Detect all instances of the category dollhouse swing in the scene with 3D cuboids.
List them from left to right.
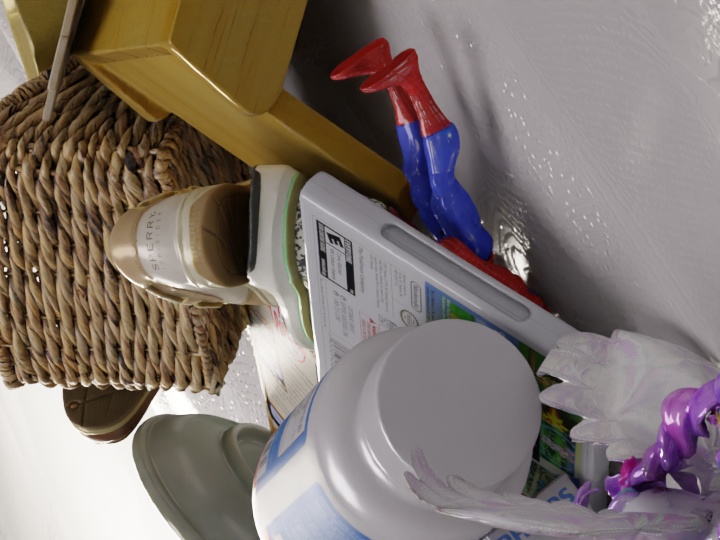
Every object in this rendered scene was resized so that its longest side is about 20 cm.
[{"bbox_3d":[-0.042,-0.140,1.608,0.200,0.175,0.183,4,77,70],"label":"dollhouse swing"}]

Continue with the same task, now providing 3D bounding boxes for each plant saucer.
[{"bbox_3d":[-0.198,-0.161,1.872,0.200,0.048,0.201,81,169,-56],"label":"plant saucer"},{"bbox_3d":[-0.057,0.153,1.917,0.200,0.050,0.200,38,-163,-13],"label":"plant saucer"}]

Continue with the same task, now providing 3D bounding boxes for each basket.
[{"bbox_3d":[-0.153,-0.038,1.799,0.143,0.148,0.201,-72,-22,-47],"label":"basket"}]

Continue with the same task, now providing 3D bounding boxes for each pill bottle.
[{"bbox_3d":[0.020,0.093,1.446,0.113,0.112,0.200,62,158,8],"label":"pill bottle"}]

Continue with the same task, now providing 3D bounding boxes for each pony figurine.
[{"bbox_3d":[0.140,0.112,1.289,0.192,0.167,0.201,5,121,32],"label":"pony figurine"}]

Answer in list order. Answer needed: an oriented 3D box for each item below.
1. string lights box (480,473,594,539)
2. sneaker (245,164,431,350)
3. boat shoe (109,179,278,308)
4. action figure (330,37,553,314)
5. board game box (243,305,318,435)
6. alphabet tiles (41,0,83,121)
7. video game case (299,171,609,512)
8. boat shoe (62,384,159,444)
[{"bbox_3d":[0.129,0.209,1.491,0.200,0.059,0.103,53,159,5],"label":"string lights box"},{"bbox_3d":[0.000,0.000,1.598,0.200,0.088,0.077,42,-126,-70],"label":"sneaker"},{"bbox_3d":[-0.082,-0.016,1.606,0.200,0.069,0.074,18,-111,-74],"label":"boat shoe"},{"bbox_3d":[0.047,-0.019,1.471,0.200,0.052,0.065,59,163,-22],"label":"action figure"},{"bbox_3d":[-0.015,0.079,1.801,0.152,0.046,0.201,47,156,44],"label":"board game box"},{"bbox_3d":[-0.151,-0.193,1.667,0.167,0.006,0.201,-86,11,-65],"label":"alphabet tiles"},{"bbox_3d":[0.050,0.053,1.500,0.182,0.022,0.200,33,154,20],"label":"video game case"},{"bbox_3d":[-0.146,0.040,1.968,0.068,0.072,0.201,74,-157,-47],"label":"boat shoe"}]
